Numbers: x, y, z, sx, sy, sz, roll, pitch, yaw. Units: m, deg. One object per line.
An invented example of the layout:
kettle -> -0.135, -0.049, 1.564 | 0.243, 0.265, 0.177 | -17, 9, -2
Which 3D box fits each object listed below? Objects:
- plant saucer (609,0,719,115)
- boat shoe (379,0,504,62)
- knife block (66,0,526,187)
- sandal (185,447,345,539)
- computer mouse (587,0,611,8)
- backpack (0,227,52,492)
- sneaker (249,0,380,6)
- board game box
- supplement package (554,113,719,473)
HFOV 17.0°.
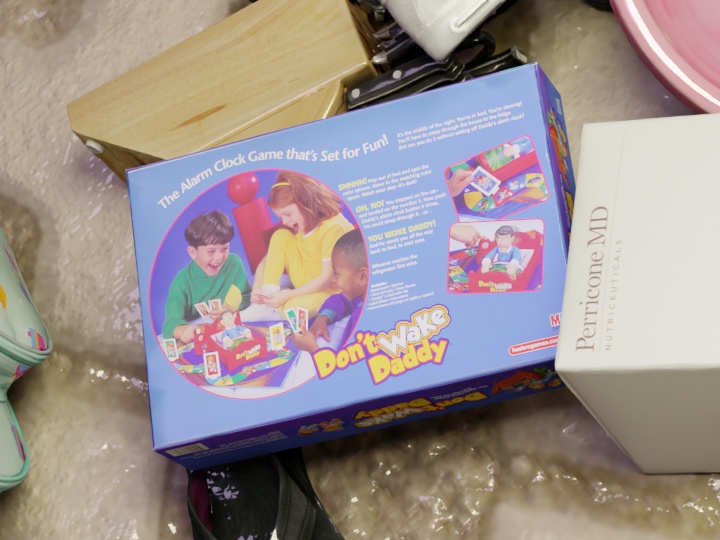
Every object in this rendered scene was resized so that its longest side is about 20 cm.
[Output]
plant saucer -> 0.201, -0.146, 1.063 | 0.199, 0.051, 0.202 | 1, 80, -3
boat shoe -> 0.097, -0.168, 1.105 | 0.199, 0.072, 0.069 | -35, 89, -14
knife block -> -0.024, -0.106, 1.188 | 0.199, 0.064, 0.176 | 17, 71, 33
sandal -> -0.053, 0.106, 1.094 | 0.075, 0.048, 0.201 | -28, 54, 10
computer mouse -> 0.166, -0.225, 1.168 | 0.199, 0.046, 0.141 | -32, 55, 8
backpack -> -0.238, 0.036, 1.148 | 0.153, 0.176, 0.201 | -30, 58, 13
sneaker -> 0.016, -0.211, 1.228 | 0.199, 0.075, 0.116 | -27, 49, -1
board game box -> 0.000, 0.000, 1.067 | 0.199, 0.045, 0.135 | -13, 70, 16
supplement package -> 0.195, 0.009, 0.982 | 0.199, 0.117, 0.118 | -3, 64, 25
